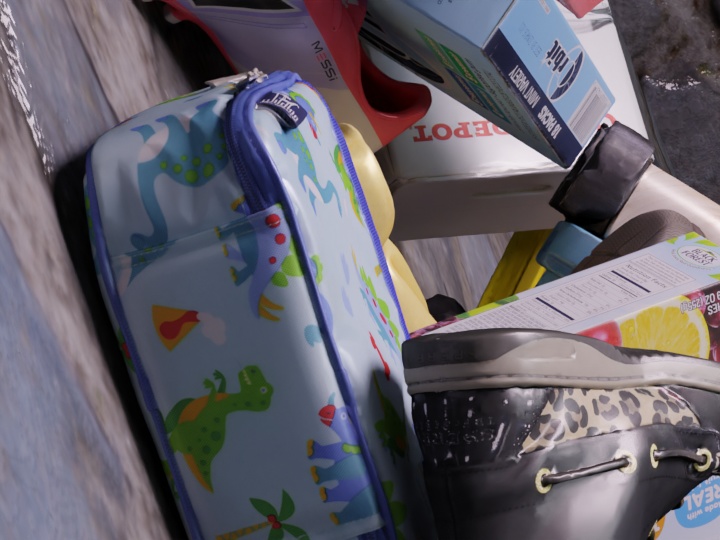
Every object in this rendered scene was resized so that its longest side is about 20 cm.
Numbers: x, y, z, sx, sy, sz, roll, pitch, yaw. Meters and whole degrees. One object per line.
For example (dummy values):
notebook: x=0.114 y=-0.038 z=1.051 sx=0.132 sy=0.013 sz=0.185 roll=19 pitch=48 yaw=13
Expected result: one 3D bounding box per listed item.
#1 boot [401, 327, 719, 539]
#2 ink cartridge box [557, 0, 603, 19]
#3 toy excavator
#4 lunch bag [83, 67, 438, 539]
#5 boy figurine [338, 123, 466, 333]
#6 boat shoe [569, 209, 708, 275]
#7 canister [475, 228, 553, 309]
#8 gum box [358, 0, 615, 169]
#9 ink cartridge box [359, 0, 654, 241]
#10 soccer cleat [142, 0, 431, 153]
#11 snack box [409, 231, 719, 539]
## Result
boot: x=0.085 y=0.106 z=0.970 sx=0.203 sy=0.073 sz=0.154 roll=14 pitch=72 yaw=-50
ink cartridge box: x=0.054 y=-0.223 z=1.239 sx=0.200 sy=0.067 sz=0.117 roll=50 pitch=2 yaw=-32
toy excavator: x=0.100 y=0.040 z=1.283 sx=0.100 sy=0.200 sz=0.194 roll=34 pitch=1 yaw=1
lunch bag: x=-0.029 y=0.028 z=0.982 sx=0.161 sy=0.082 sz=0.200 roll=-48 pitch=120 yaw=-80
boy figurine: x=0.000 y=0.000 z=1.171 sx=0.124 sy=0.064 sz=0.200 roll=50 pitch=-4 yaw=35
boat shoe: x=0.103 y=0.061 z=1.178 sx=0.073 sy=0.200 sz=0.075 roll=26 pitch=29 yaw=-10
canister: x=0.157 y=0.060 z=1.393 sx=0.087 sy=0.200 sz=0.149 roll=30 pitch=85 yaw=-55
gum box: x=0.008 y=-0.136 z=1.217 sx=0.200 sy=0.045 sz=0.170 roll=33 pitch=-3 yaw=23
ink cartridge box: x=0.046 y=-0.120 z=1.371 sx=0.083 sy=0.146 sz=0.200 roll=127 pitch=-46 yaw=-59
soccer cleat: x=-0.041 y=-0.118 z=1.139 sx=0.067 sy=0.076 sz=0.200 roll=-97 pitch=160 yaw=-46
snack box: x=0.100 y=0.101 z=1.101 sx=0.053 sy=0.142 sz=0.200 roll=33 pitch=-44 yaw=56
